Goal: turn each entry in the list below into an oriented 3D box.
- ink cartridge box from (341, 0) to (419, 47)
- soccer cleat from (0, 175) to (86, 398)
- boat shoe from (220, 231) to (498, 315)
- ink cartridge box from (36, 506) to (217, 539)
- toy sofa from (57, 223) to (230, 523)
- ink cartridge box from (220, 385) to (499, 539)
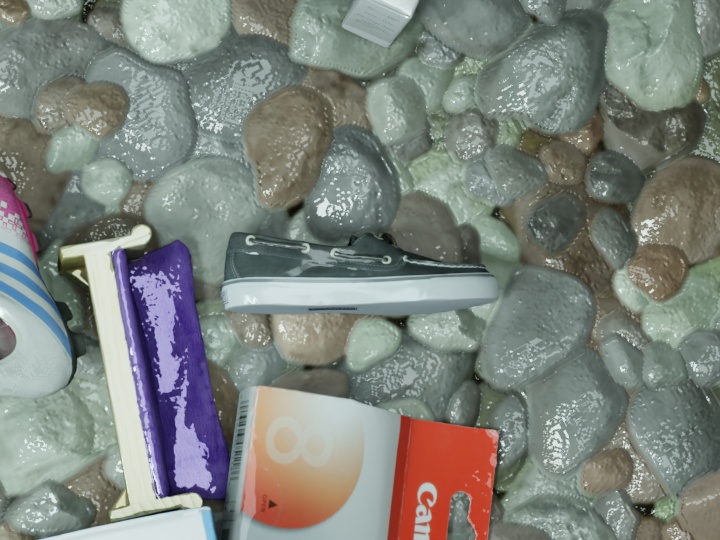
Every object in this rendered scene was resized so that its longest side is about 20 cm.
[{"bbox_3d":[0.054,-0.273,1.572,0.045,0.176,0.201,24,79,-5],"label":"ink cartridge box"},{"bbox_3d":[-0.258,0.001,1.502,0.086,0.070,0.200,-6,54,-40],"label":"soccer cleat"},{"bbox_3d":[0.000,0.000,1.579,0.199,0.069,0.057,0,81,-6],"label":"boat shoe"},{"bbox_3d":[-0.162,0.243,1.450,0.145,0.200,0.148,-11,83,-12],"label":"ink cartridge box"},{"bbox_3d":[-0.145,0.073,1.538,0.097,0.083,0.201,-10,83,-9],"label":"toy sofa"},{"bbox_3d":[0.004,0.175,1.548,0.199,0.050,0.163,9,80,-15],"label":"ink cartridge box"}]
